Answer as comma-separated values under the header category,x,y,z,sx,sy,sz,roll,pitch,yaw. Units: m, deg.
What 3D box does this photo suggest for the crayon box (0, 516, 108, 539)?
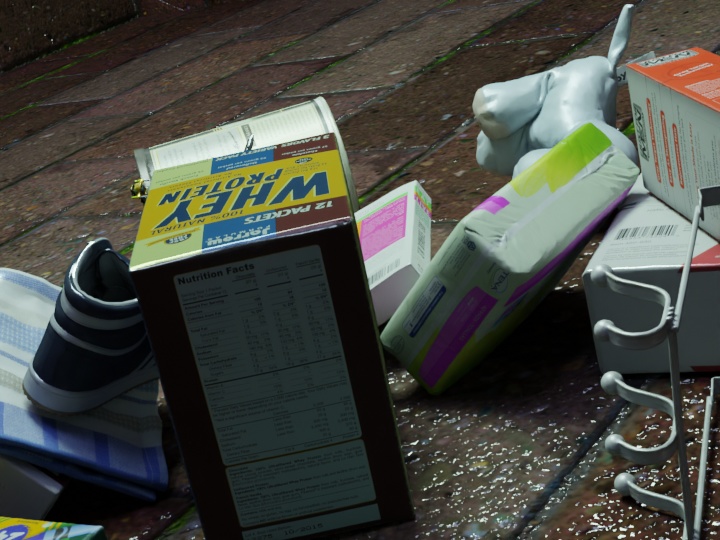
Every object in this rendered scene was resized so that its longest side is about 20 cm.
category,x,y,z,sx,sy,sz,roll,pitch,yaw
crayon box,-0.249,0.219,0.761,0.125,0.052,0.200,-3,24,32

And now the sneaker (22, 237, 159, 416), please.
category,x,y,z,sx,sy,sz,roll,pitch,yaw
sneaker,-0.161,0.024,0.956,0.070,0.109,0.200,30,26,13

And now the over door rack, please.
category,x,y,z,sx,sy,sz,roll,pitch,yaw
over door rack,0.179,0.054,0.753,0.066,0.149,0.200,4,27,30

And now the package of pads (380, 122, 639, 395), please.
category,x,y,z,sx,sy,sz,roll,pitch,yaw
package of pads,0.113,-0.008,0.980,0.200,0.068,0.155,-36,-16,-44

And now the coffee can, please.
category,x,y,z,sx,sy,sz,roll,pitch,yaw
coffee can,-0.114,-0.079,1.328,0.199,0.147,0.146,-17,20,-6

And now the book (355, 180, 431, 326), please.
category,x,y,z,sx,sy,sz,roll,pitch,yaw
book,0.000,0.000,1.108,0.133,0.048,0.200,-35,16,17

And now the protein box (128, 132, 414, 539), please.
category,x,y,z,sx,sy,sz,roll,pitch,yaw
protein box,-0.056,0.041,0.863,0.134,0.201,0.199,-12,21,0

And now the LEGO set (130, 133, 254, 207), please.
category,x,y,z,sx,sy,sz,roll,pitch,yaw
LEGO set,-0.150,-0.025,1.146,0.153,0.116,0.201,2,61,18

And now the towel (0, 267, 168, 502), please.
category,x,y,z,sx,sy,sz,roll,pitch,yaw
towel,-0.211,0.078,0.963,0.146,0.024,0.200,23,27,-25

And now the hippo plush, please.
category,x,y,z,sx,sy,sz,roll,pitch,yaw
hippo plush,0.211,-0.107,1.234,0.199,0.159,0.161,-25,48,15

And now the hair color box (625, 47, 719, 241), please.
category,x,y,z,sx,sy,sz,roll,pitch,yaw
hair color box,0.249,-0.082,0.889,0.061,0.102,0.200,-16,22,-5

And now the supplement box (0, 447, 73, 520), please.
category,x,y,z,sx,sy,sz,roll,pitch,yaw
supplement box,-0.244,0.105,0.972,0.061,0.109,0.200,-54,5,24

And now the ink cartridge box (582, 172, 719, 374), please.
category,x,y,z,sx,sy,sz,roll,pitch,yaw
ink cartridge box,0.259,-0.007,0.951,0.146,0.083,0.200,-3,23,26
